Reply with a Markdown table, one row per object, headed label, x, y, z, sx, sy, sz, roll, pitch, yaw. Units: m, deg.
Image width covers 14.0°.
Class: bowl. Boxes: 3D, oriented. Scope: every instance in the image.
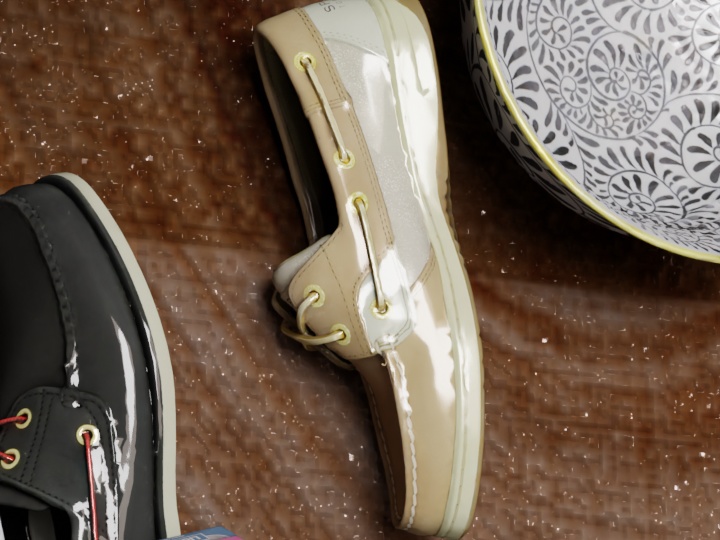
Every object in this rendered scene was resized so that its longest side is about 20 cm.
| label | x | y | z | sx | sy | sz | roll | pitch | yaw |
| --- | --- | --- | --- | --- | --- | --- | --- | --- | --- |
| bowl | 0.110 | -0.090 | 1.110 | 0.200 | 0.094 | 0.202 | 6 | 76 | -24 |

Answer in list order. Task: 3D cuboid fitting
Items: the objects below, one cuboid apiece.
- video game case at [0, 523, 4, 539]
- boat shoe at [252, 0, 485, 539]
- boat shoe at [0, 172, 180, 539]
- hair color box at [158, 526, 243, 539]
| label | x | y | z | sx | sy | sz | roll | pitch | yaw |
| --- | --- | --- | --- | --- | --- | --- | --- | --- | --- |
| video game case | -0.141 | 0.140 | 0.883 | 0.036 | 0.181 | 0.201 | -8 | 82 | -28 |
| boat shoe | 0.000 | 0.000 | 1.055 | 0.066 | 0.074 | 0.201 | -6 | 78 | -14 |
| boat shoe | -0.100 | 0.067 | 0.981 | 0.063 | 0.074 | 0.203 | -5 | 84 | -35 |
| hair color box | -0.068 | 0.192 | 0.932 | 0.100 | 0.060 | 0.201 | -10 | 107 | -27 |
